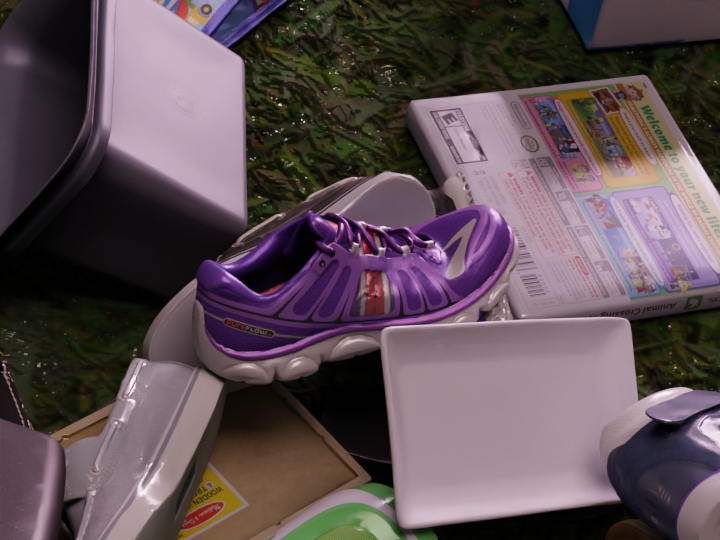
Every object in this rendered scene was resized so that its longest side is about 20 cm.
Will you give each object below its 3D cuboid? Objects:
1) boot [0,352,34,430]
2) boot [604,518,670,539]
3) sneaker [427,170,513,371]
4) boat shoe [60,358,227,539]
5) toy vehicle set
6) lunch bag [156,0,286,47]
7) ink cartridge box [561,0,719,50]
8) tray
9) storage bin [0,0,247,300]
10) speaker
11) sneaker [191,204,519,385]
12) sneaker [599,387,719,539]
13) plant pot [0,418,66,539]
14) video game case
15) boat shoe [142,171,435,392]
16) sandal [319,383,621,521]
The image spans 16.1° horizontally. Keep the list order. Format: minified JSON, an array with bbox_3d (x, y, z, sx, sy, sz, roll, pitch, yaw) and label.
[{"bbox_3d":[-0.233,0.013,1.394,0.073,0.151,0.200,-13,42,-23],"label":"boot"},{"bbox_3d":[0.249,0.186,1.428,0.200,0.073,0.155,34,41,31],"label":"boot"},{"bbox_3d":[0.038,0.024,1.520,0.099,0.070,0.201,-17,32,4],"label":"sneaker"},{"bbox_3d":[-0.132,0.119,1.359,0.071,0.070,0.201,16,39,8],"label":"boat shoe"},{"bbox_3d":[-0.108,0.125,1.421,0.199,0.027,0.124,-26,58,-34],"label":"toy vehicle set"},{"bbox_3d":[-0.121,-0.225,1.729,0.150,0.094,0.200,33,60,15],"label":"lunch bag"},{"bbox_3d":[0.205,-0.280,1.811,0.146,0.145,0.201,-8,49,-20],"label":"ink cartridge box"},{"bbox_3d":[0.083,0.083,1.414,0.199,0.022,0.108,-1,83,-42],"label":"tray"},{"bbox_3d":[-0.149,-0.076,1.543,0.134,0.145,0.201,27,38,-27],"label":"storage bin"},{"bbox_3d":[-0.047,0.191,1.334,0.088,0.089,0.200,40,50,23],"label":"speaker"},{"bbox_3d":[0.000,0.000,1.419,0.199,0.084,0.081,-19,32,-23],"label":"sneaker"},{"bbox_3d":[0.233,0.101,1.431,0.199,0.081,0.146,-7,26,-22],"label":"sneaker"},{"bbox_3d":[-0.245,0.162,1.246,0.199,0.201,0.178,18,33,3],"label":"plant pot"},{"bbox_3d":[0.146,-0.046,1.658,0.181,0.022,0.201,-8,49,-21],"label":"video game case"},{"bbox_3d":[-0.047,0.007,1.489,0.199,0.071,0.064,-32,20,-21],"label":"boat shoe"},{"bbox_3d":[0.076,0.101,1.482,0.199,0.043,0.076,6,46,-9],"label":"sandal"}]
